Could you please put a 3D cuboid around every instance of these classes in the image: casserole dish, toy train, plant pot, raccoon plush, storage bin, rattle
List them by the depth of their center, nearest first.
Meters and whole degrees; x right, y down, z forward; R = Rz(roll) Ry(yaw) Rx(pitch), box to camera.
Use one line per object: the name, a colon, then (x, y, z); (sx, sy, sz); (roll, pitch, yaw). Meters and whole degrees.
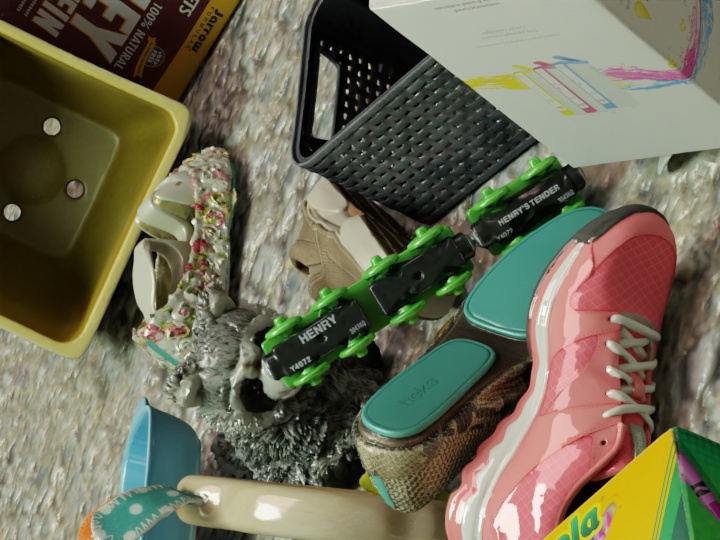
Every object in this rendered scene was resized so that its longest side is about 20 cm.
rattle: (-0.043, 0.085, 1.507); (0.130, 0.200, 0.143); (-51, -32, -75)
toy train: (0.033, 0.000, 1.531); (0.200, 0.042, 0.056); (-32, 3, -2)
storage bin: (0.055, -0.134, 1.651); (0.200, 0.094, 0.135); (-37, 37, 44)
raccoon plush: (-0.078, 0.082, 1.671); (0.200, 0.134, 0.097); (-34, 40, 48)
casserole dish: (-0.127, 0.177, 1.751); (0.121, 0.039, 0.200); (125, 151, -67)
plant pot: (-0.246, -0.070, 2.071); (0.200, 0.195, 0.194); (-128, 63, -85)

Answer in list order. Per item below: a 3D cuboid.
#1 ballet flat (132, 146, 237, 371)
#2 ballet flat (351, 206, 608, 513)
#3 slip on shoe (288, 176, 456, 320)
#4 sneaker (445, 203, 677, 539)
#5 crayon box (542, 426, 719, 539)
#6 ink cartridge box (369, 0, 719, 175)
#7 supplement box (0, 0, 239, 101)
ballet flat: (-0.120, -0.017, 1.922); (0.076, 0.064, 0.200); (-47, 31, 36)
ballet flat: (0.070, 0.050, 1.466); (0.068, 0.075, 0.200); (21, 52, 36)
slip on shoe: (0.000, 0.000, 1.658); (0.061, 0.076, 0.200); (-55, 23, 6)
sneaker: (0.120, 0.068, 1.403); (0.087, 0.074, 0.200); (25, 93, 48)
crayon box: (0.110, 0.178, 1.314); (0.200, 0.058, 0.119); (-46, 32, 36)
ink cartridge box: (0.124, -0.145, 1.427); (0.125, 0.200, 0.129); (-6, 62, 42)
supplement box: (-0.205, -0.254, 2.130); (0.133, 0.200, 0.197); (-56, 27, 18)
